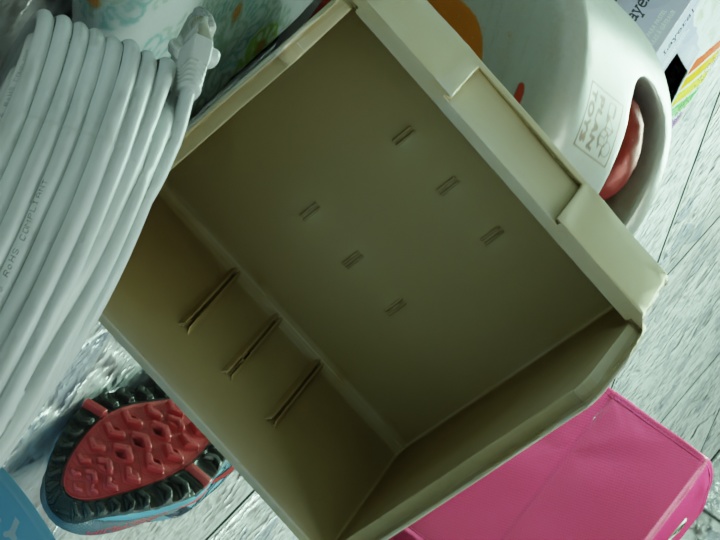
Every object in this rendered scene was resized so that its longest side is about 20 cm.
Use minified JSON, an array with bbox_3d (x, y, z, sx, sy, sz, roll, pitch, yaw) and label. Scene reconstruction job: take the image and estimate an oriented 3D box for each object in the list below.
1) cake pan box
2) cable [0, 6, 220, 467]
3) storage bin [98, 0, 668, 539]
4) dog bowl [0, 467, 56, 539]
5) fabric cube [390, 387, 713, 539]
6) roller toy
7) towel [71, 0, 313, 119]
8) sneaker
[{"bbox_3d":[0.227,-0.176,1.755,0.200,0.052,0.184,-56,161,0],"label":"cake pan box"},{"bbox_3d":[-0.137,-0.002,0.913,0.200,0.069,0.200,-52,-165,40],"label":"cable"},{"bbox_3d":[0.000,0.000,1.075,0.198,0.200,0.094,-37,-173,39],"label":"storage bin"},{"bbox_3d":[-0.183,0.166,1.173,0.050,0.112,0.200,-33,155,-23],"label":"dog bowl"},{"bbox_3d":[0.157,0.205,2.023,0.200,0.200,0.196,-51,164,-13],"label":"fabric cube"},{"bbox_3d":[0.051,-0.080,1.185,0.200,0.183,0.140,-33,148,17],"label":"roller toy"},{"bbox_3d":[-0.051,-0.152,1.030,0.200,0.048,0.171,-46,160,-28],"label":"towel"},{"bbox_3d":[-0.109,0.112,1.317,0.200,0.079,0.096,-29,152,-56],"label":"sneaker"}]
